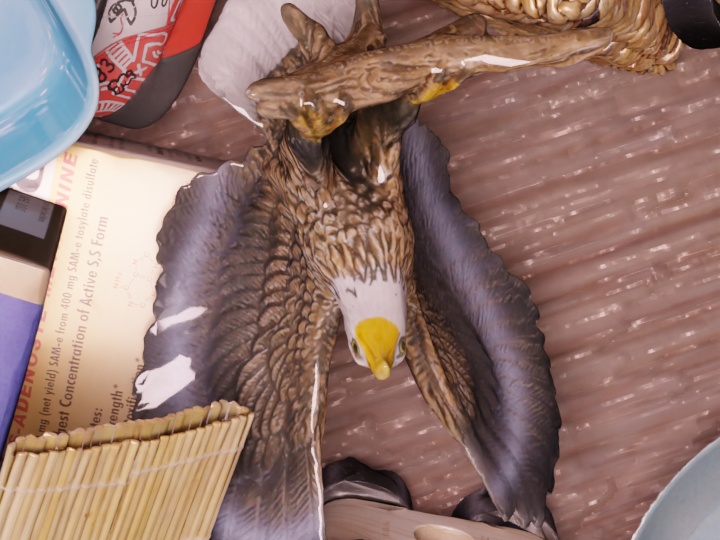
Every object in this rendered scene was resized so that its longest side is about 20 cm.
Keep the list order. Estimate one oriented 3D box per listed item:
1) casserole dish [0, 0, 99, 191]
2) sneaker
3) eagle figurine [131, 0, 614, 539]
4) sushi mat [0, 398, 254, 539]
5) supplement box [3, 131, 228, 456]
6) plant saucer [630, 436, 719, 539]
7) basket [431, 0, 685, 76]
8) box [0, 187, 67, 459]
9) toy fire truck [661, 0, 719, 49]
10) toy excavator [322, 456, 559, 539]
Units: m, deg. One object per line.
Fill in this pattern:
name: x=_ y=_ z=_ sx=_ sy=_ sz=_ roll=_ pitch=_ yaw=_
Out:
casserole dish: x=-0.185 y=-0.066 z=0.744 sx=0.199 sy=0.039 sz=0.122 roll=-27 pitch=122 yaw=5
sneaker: x=-0.090 y=-0.157 z=0.799 sx=0.108 sy=0.067 sz=0.203 roll=14 pitch=101 yaw=-46
eagle figurine: x=-0.002 y=0.005 z=0.770 sx=0.151 sy=0.151 sz=0.201 roll=17 pitch=132 yaw=18
sushi mat: x=-0.105 y=0.132 z=0.762 sx=0.095 sy=0.012 sz=0.201 roll=-6 pitch=129 yaw=-39
supplement box: x=-0.121 y=0.008 z=0.837 sx=0.198 sy=0.074 sz=0.127 roll=11 pitch=96 yaw=-8
plant saucer: x=0.186 y=0.150 z=0.901 sx=0.199 sy=0.039 sz=0.203 roll=-2 pitch=97 yaw=-18
basket: x=0.076 y=-0.193 z=0.838 sx=0.142 sy=0.149 sz=0.202 roll=21 pitch=96 yaw=24
box: x=-0.146 y=0.078 z=0.747 sx=0.032 sy=0.121 sz=0.201 roll=18 pitch=99 yaw=-9
toy fire truck: x=0.227 y=-0.155 z=0.824 sx=0.176 sy=0.128 sz=0.201 roll=31 pitch=68 yaw=-41
toy excavator: x=0.046 y=0.198 z=0.884 sx=0.193 sy=0.100 sz=0.201 roll=11 pitch=110 yaw=-6
